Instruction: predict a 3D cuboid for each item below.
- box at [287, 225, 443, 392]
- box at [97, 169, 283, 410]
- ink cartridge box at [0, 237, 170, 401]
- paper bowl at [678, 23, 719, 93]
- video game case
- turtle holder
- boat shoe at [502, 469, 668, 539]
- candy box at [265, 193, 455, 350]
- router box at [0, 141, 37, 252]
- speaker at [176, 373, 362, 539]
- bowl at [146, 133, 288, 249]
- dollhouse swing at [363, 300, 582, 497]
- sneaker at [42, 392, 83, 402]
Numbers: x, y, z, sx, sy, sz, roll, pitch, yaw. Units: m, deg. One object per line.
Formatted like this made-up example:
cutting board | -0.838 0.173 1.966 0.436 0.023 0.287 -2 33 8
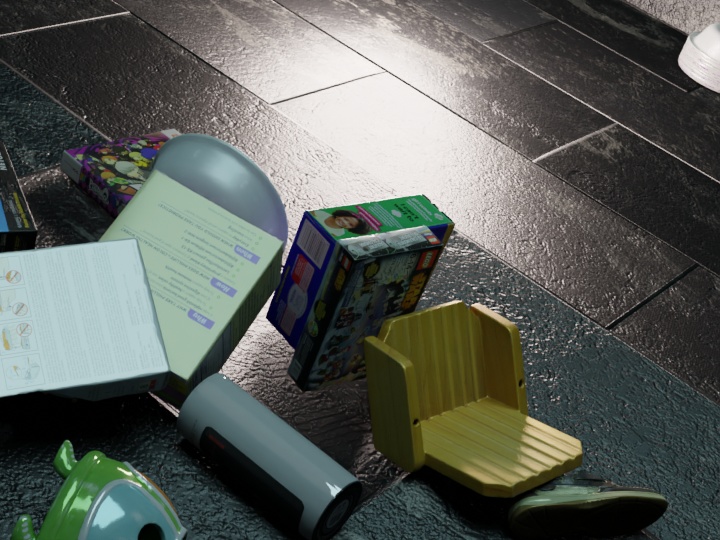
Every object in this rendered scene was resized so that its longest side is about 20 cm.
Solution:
box | 0.004 0.045 1.519 0.136 0.201 0.040 -12 46 -39
box | -0.209 0.023 1.448 0.175 0.097 0.201 29 62 9
ink cartridge box | -0.305 0.056 1.319 0.198 0.050 0.164 -9 63 -21
paper bowl | 0.803 -0.463 2.838 0.198 0.105 0.201 15 32 -10
video game case | -0.276 -0.122 1.778 0.181 0.036 0.199 38 36 29
turtle holder | -0.231 0.251 1.130 0.131 0.142 0.186 22 30 2
boat shoe | 0.250 0.254 1.456 0.198 0.074 0.065 4 40 -24
candy box | 0.000 0.000 1.616 0.199 0.170 0.077 -13 47 -41
router box | -0.489 -0.086 1.588 0.148 0.051 0.200 -3 38 -29
speaker | -0.097 0.192 1.352 0.199 0.082 0.081 35 35 23
bowl | -0.194 -0.058 1.593 0.200 0.202 0.091 27 46 12
dollhouse swing | 0.138 0.138 1.472 0.199 0.184 0.175 -13 10 -41
sneaker | -0.367 0.072 1.392 0.198 0.077 0.076 15 33 -5
